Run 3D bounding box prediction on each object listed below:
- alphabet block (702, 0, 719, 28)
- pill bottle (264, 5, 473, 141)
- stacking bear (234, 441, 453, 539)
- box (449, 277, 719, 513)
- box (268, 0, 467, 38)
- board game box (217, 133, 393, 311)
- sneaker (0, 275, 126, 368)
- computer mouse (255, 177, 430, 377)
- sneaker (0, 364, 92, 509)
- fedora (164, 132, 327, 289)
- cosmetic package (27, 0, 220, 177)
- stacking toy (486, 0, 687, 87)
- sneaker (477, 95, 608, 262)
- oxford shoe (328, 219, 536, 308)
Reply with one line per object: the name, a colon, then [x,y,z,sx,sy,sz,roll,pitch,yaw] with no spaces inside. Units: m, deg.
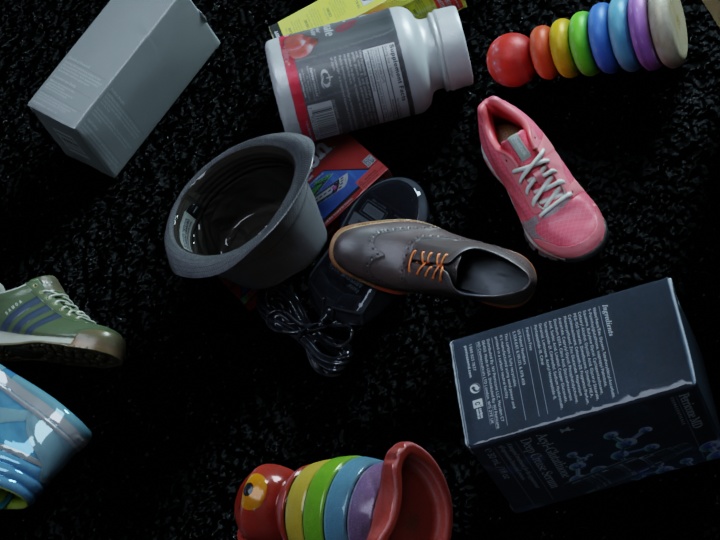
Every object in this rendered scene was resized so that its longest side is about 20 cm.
alphabet block: [0.413,-0.315,1.635,0.197,0.200,0.195,-47,32,-8]
pill bottle: [0.010,-0.203,1.823,0.198,0.111,0.112,-14,56,1]
stacking bear: [-0.028,0.215,1.602,0.198,0.114,0.123,1,69,36]
box: [0.196,0.110,1.542,0.198,0.149,0.108,-18,56,13]
box: [0.008,-0.267,1.895,0.199,0.075,0.050,-27,56,5]
board game box: [-0.071,-0.059,1.838,0.200,0.019,0.103,-43,53,-5]
sneaker: [-0.323,0.046,1.853,0.198,0.067,0.091,1,67,28]
computer mouse: [0.000,0.000,1.757,0.201,0.053,0.138,-51,53,2]
sneaker: [-0.376,0.164,1.801,0.199,0.080,0.131,25,72,34]
fedora: [-0.099,-0.044,1.761,0.199,0.090,0.178,-4,51,45]
cosmetic package: [-0.254,-0.215,1.957,0.090,0.107,0.201,25,71,32]
stacking toy: [0.217,-0.225,1.778,0.198,0.085,0.086,-9,58,23]
sneaker: [0.162,-0.088,1.712,0.073,0.087,0.201,-35,54,2]
oxford shoe: [0.068,-0.010,1.672,0.198,0.073,0.072,8,88,3]
